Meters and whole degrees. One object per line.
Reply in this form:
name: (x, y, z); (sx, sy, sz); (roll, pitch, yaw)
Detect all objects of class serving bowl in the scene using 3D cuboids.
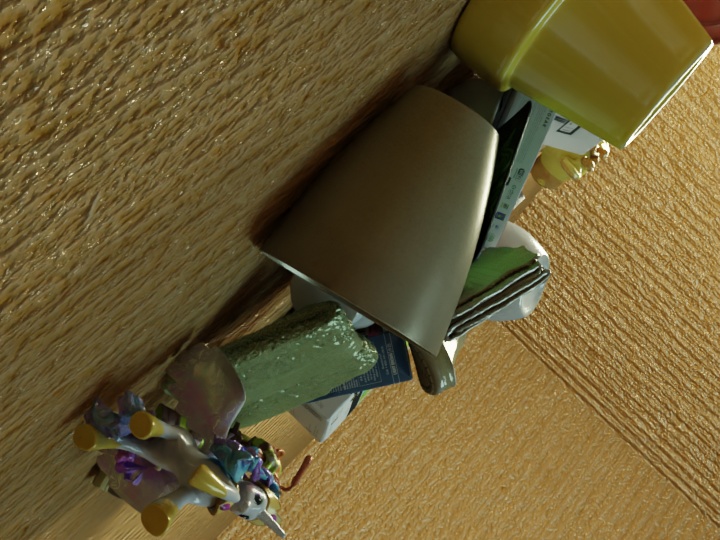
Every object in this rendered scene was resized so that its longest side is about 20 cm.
serving bowl: (0.089, -0.119, 1.290); (0.200, 0.065, 0.202); (21, 90, -90)

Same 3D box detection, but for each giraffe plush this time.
giraffe plush: (0.253, -0.184, 1.624); (0.173, 0.162, 0.200); (-44, 173, -21)

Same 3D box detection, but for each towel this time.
towel: (0.108, 0.020, 1.213); (0.132, 0.035, 0.200); (-30, -172, -10)
towel: (-0.089, 0.100, 1.213); (0.198, 0.037, 0.149); (-25, 149, 7)

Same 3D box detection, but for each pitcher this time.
pitcher: (0.118, -0.025, 1.435); (0.122, 0.198, 0.172); (-61, 154, -15)

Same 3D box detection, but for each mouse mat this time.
mouse mat: (0.118, -0.073, 1.179); (0.200, 0.007, 0.163); (146, -35, -79)

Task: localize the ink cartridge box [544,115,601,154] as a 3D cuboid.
ink cartridge box: (0.262, -0.231, 1.348); (0.200, 0.083, 0.148); (138, -34, -78)

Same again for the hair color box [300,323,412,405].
hair color box: (-0.045, 0.104, 1.327); (0.197, 0.061, 0.100); (-13, -172, 2)

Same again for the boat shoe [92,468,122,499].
boat shoe: (-0.220, 0.211, 1.301); (0.072, 0.066, 0.201); (-49, 172, 15)

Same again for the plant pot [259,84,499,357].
plant pot: (0.037, -0.057, 1.076); (0.202, 0.186, 0.187); (-60, 173, -2)

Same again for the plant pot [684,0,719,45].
plant pot: (0.428, -0.405, 1.466); (0.201, 0.201, 0.195); (-48, 164, 2)

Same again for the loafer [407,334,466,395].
loafer: (0.085, 0.072, 1.337); (0.067, 0.077, 0.200); (-17, -158, 1)

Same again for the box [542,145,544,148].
box: (0.180, -0.167, 1.499); (0.199, 0.078, 0.095); (-38, 174, 5)

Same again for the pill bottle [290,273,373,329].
pill bottle: (0.000, 0.000, 1.316); (0.113, 0.112, 0.200); (-51, 171, 27)

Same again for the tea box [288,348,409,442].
tea box: (-0.028, 0.102, 1.590); (0.197, 0.133, 0.200); (-46, 173, -14)

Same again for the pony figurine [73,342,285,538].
pony figurine: (-0.161, 0.164, 1.056); (0.167, 0.193, 0.200); (-51, 153, 3)

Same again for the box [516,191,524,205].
box: (0.109, -0.054, 1.639); (0.199, 0.045, 0.160); (-21, -166, 46)

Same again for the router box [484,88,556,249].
router box: (0.167, -0.155, 1.324); (0.180, 0.048, 0.202); (-75, -175, -55)

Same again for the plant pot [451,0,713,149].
plant pot: (0.216, -0.223, 1.117); (0.201, 0.189, 0.201); (-46, 172, -9)

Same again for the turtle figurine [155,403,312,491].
turtle figurine: (-0.138, 0.182, 1.207); (0.200, 0.160, 0.065); (-31, -138, 58)
